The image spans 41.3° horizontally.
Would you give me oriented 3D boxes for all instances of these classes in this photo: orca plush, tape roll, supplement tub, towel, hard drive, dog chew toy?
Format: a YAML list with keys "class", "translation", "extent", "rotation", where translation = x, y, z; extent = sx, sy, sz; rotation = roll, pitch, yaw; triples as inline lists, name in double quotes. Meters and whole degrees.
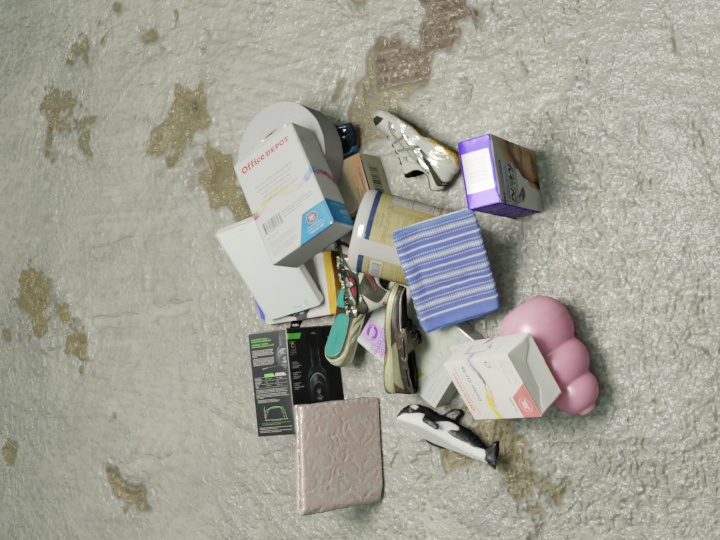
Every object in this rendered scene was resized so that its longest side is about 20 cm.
- class: "orca plush"
  translation: [0.162, 0.269, 1.669]
  extent: [0.197, 0.106, 0.072]
  rotation: [12, 61, 41]
- class: "tape roll"
  translation: [-0.131, -0.204, 1.757]
  extent: [0.197, 0.066, 0.205]
  rotation: [-3, 85, 32]
- class: "supplement tub"
  translation: [0.087, -0.047, 1.648]
  extent: [0.196, 0.144, 0.147]
  rotation: [16, 98, 4]
- class: "towel"
  translation: [0.143, 0.003, 1.571]
  extent: [0.142, 0.024, 0.203]
  rotation: [-16, 120, 7]
- class: "hard drive"
  translation: [-0.170, -0.007, 1.790]
  extent: [0.130, 0.026, 0.202]
  rotation: [-17, 114, 31]
- class: "dog chew toy"
  translation: [0.316, 0.143, 1.554]
  extent: [0.124, 0.124, 0.202]
  rotation: [-38, 79, 24]
- class: "towel"
  translation: [-0.040, 0.331, 1.718]
  extent: [0.032, 0.197, 0.196]
  rotation: [-8, 83, 46]

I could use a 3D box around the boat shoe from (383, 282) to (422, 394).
- class: "boat shoe"
  translation: [0.077, 0.120, 1.653]
  extent: [0.063, 0.073, 0.204]
  rotation: [6, 113, 16]

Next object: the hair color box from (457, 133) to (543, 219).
- class: "hair color box"
  translation: [0.232, -0.150, 1.557]
  extent: [0.064, 0.199, 0.112]
  rotation: [-11, 84, 28]

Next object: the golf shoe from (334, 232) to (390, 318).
- class: "golf shoe"
  translation: [0.000, 0.000, 1.740]
  extent: [0.086, 0.078, 0.203]
  rotation: [-11, 49, -4]

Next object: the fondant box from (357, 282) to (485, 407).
- class: "fondant box"
  translation: [0.108, 0.126, 1.711]
  extent: [0.199, 0.058, 0.146]
  rotation: [39, 108, 26]

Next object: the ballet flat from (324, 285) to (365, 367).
- class: "ballet flat"
  translation: [-0.016, 0.084, 1.781]
  extent: [0.066, 0.062, 0.203]
  rotation: [9, 71, 38]

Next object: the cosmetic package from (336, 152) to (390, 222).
- class: "cosmetic package"
  translation: [-0.050, -0.133, 1.791]
  extent: [0.197, 0.087, 0.105]
  rotation: [-24, 77, 28]

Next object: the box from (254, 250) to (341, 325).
- class: "box"
  translation: [-0.122, 0.037, 1.862]
  extent: [0.197, 0.041, 0.122]
  rotation: [-10, 84, 33]

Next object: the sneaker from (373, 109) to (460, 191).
- class: "sneaker"
  translation: [0.087, -0.216, 1.718]
  extent: [0.199, 0.075, 0.089]
  rotation: [38, 107, 26]

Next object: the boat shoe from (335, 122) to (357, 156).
- class: "boat shoe"
  translation: [-0.095, -0.264, 1.833]
  extent: [0.196, 0.084, 0.070]
  rotation: [6, 110, 17]

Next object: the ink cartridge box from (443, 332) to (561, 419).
- class: "ink cartridge box"
  translation: [0.215, 0.176, 1.546]
  extent: [0.199, 0.067, 0.118]
  rotation: [-17, 107, 55]

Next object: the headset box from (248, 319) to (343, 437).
- class: "headset box"
  translation: [-0.117, 0.196, 1.778]
  extent: [0.091, 0.173, 0.205]
  rotation: [-10, 83, 30]

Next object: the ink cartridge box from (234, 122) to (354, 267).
- class: "ink cartridge box"
  translation: [-0.117, -0.130, 1.656]
  extent: [0.143, 0.084, 0.203]
  rotation: [-32, 72, 25]
